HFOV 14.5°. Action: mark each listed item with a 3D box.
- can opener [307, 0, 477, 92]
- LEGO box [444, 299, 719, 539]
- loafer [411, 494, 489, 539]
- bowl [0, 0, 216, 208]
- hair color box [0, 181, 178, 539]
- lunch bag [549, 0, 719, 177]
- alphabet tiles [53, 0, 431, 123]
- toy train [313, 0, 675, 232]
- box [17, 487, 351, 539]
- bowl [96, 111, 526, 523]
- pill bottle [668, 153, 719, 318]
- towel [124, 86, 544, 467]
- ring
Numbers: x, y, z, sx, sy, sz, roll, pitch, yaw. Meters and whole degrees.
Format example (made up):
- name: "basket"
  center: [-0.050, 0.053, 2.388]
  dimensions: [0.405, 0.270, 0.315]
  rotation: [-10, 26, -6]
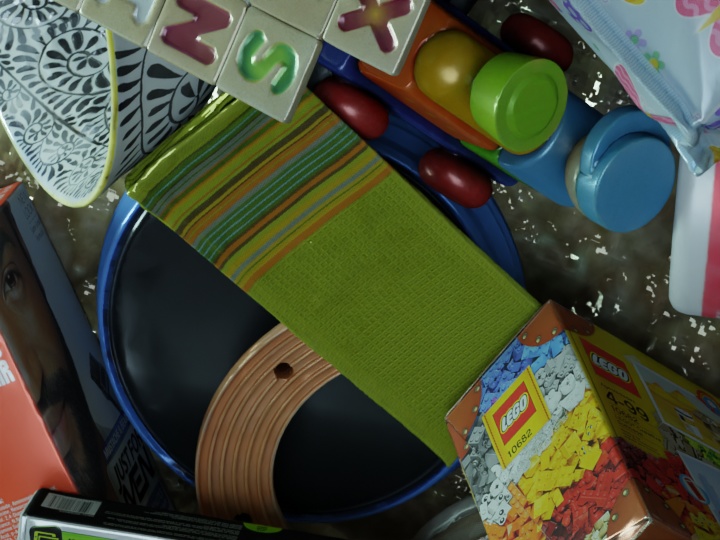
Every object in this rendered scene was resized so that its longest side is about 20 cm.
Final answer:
- name: "can opener"
  center: [-0.005, -0.098, 1.196]
  dimensions: [0.078, 0.063, 0.201]
  rotation: [28, 90, 10]
- name: "LEGO box"
  center: [0.146, 0.121, 1.183]
  dimensions: [0.200, 0.149, 0.077]
  rotation: [30, 113, -30]
- name: "loafer"
  center: [0.034, 0.182, 1.261]
  dimensions: [0.073, 0.071, 0.200]
  rotation: [26, 118, -20]
- name: "bowl"
  center: [-0.102, -0.134, 1.184]
  dimensions: [0.094, 0.201, 0.202]
  rotation: [-16, 108, -23]
- name: "hair color box"
  center: [-0.148, 0.073, 1.273]
  dimensions: [0.064, 0.111, 0.201]
  rotation: [-22, 104, 14]
- name: "lunch bag"
  center: [0.125, -0.165, 1.043]
  dimensions: [0.169, 0.127, 0.200]
  rotation: [-37, 79, 4]
- name: "alphabet tiles"
  center: [-0.048, -0.158, 1.040]
  dimensions: [0.199, 0.006, 0.167]
  rotation: [29, 103, 24]
- name: "toy train"
  center: [0.034, -0.082, 1.127]
  dimensions: [0.200, 0.116, 0.085]
  rotation: [31, 90, -42]
- name: "box"
  center: [-0.050, 0.165, 1.211]
  dimensions: [0.199, 0.035, 0.111]
  rotation: [8, 106, 5]
- name: "bowl"
  center: [-0.025, 0.022, 1.274]
  dimensions: [0.200, 0.039, 0.202]
  rotation: [3, 109, 9]
- name: "pill bottle"
  center: [0.232, -0.032, 1.172]
  dimensions: [0.199, 0.120, 0.120]
  rotation: [5, 109, 7]
- name: "towel"
  center: [0.000, 0.000, 1.175]
  dimensions: [0.086, 0.018, 0.200]
  rotation: [-39, 117, 20]
- name: "ring"
  center: [0.026, 0.086, 1.253]
  dimensions: [0.199, 0.019, 0.201]
  rotation: [-1, 123, -2]
